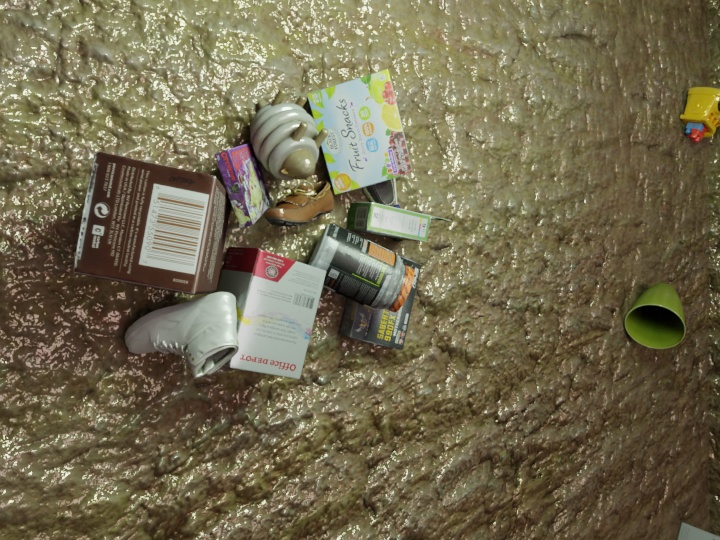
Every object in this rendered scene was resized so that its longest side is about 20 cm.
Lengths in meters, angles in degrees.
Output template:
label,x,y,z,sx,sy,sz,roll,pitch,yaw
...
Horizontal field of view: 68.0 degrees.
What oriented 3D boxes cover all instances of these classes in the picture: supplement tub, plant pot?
label,x,y,z,sx,sy,sz,roll,pitch,yaw
supplement tub,0.000,0.000,1.064,0.197,0.122,0.124,25,77,-9
plant pot,1.051,0.138,1.884,0.200,0.185,0.189,-46,119,-42

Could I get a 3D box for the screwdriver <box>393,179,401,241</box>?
label,x,y,z,sx,sy,sz,roll,pitch,yaw
screwdriver,0.078,-0.166,1.206,0.029,0.027,0.204,-32,117,-61

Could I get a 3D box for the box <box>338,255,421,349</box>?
label,x,y,z,sx,sy,sz,roll,pitch,yaw
box,0.047,0.062,1.188,0.157,0.048,0.204,19,82,-36

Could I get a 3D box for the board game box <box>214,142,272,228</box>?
label,x,y,z,sx,sy,sz,roll,pitch,yaw
board game box,-0.195,-0.152,0.915,0.032,0.200,0.122,-19,106,5

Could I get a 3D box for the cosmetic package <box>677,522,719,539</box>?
label,x,y,z,sx,sy,sz,roll,pitch,yaw
cosmetic package,1.449,1.193,2.244,0.199,0.164,0.167,36,72,-33

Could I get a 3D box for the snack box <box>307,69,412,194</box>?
label,x,y,z,sx,sy,sz,roll,pitch,yaw
snack box,0.001,-0.274,1.067,0.166,0.068,0.203,-13,104,7

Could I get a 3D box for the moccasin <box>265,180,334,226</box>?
label,x,y,z,sx,sy,sz,roll,pitch,yaw
moccasin,-0.110,-0.131,1.003,0.201,0.073,0.079,-30,121,-53

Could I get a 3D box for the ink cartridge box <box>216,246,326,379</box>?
label,x,y,z,sx,sy,sz,roll,pitch,yaw
ink cartridge box,-0.176,0.075,0.962,0.144,0.144,0.204,19,82,-36

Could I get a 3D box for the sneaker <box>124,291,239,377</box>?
label,x,y,z,sx,sy,sz,roll,pitch,yaw
sneaker,-0.287,0.120,0.852,0.074,0.197,0.117,58,13,-57

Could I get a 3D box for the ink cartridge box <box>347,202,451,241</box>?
label,x,y,z,sx,sy,sz,roll,pitch,yaw
ink cartridge box,0.082,-0.099,1.146,0.197,0.103,0.060,8,92,-26

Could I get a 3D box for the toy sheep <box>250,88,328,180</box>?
label,x,y,z,sx,sy,sz,roll,pitch,yaw
toy sheep,-0.137,-0.243,0.967,0.136,0.139,0.202,-6,54,-36

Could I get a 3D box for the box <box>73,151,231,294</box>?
label,x,y,z,sx,sy,sz,roll,pitch,yaw
box,-0.295,-0.059,0.799,0.161,0.200,0.169,10,87,-7

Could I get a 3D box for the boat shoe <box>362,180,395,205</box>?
label,x,y,z,sx,sy,sz,roll,pitch,yaw
boat shoe,0.032,-0.226,1.146,0.073,0.064,0.202,-37,114,-29

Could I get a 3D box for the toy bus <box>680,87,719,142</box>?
label,x,y,z,sx,sy,sz,roll,pitch,yaw
toy bus,1.333,-0.584,2.065,0.198,0.135,0.195,19,95,-38
